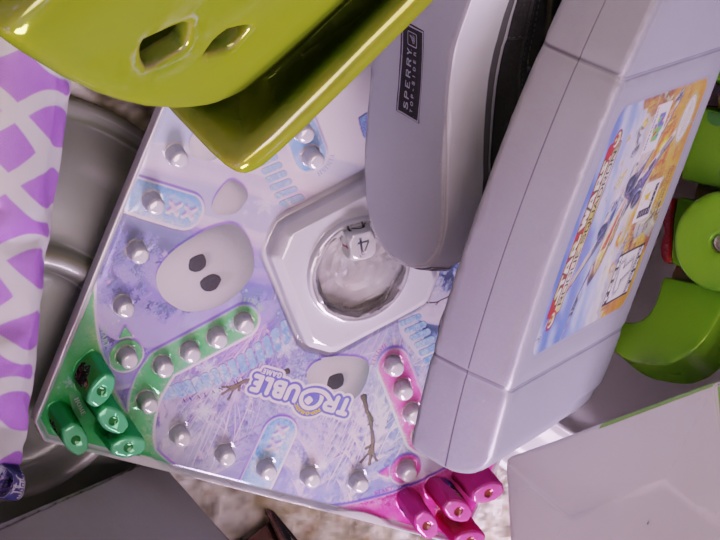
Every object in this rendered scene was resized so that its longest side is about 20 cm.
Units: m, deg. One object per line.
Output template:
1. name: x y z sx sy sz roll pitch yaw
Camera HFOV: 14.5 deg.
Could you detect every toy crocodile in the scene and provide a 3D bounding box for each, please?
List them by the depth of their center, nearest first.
1. toy crocodile: 0.150 -0.052 1.095 0.067 0.061 0.201 6 100 -64

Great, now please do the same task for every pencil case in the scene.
1. pencil case: -0.149 -0.024 0.985 0.083 0.085 0.202 4 85 20

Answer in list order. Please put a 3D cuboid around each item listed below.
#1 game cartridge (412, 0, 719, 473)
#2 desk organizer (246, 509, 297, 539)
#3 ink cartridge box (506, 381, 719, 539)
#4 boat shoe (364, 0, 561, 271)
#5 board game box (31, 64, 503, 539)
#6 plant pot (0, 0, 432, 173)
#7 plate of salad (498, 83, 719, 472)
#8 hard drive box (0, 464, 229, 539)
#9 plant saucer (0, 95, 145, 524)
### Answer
1. game cartridge: 0.080 -0.027 1.016 0.041 0.133 0.201 24 109 14
2. desk organizer: -0.006 0.204 1.202 0.077 0.072 0.200 -36 122 2
3. ink cartridge box: 0.167 0.108 1.133 0.199 0.068 0.117 16 151 -41
4. boat shoe: 0.042 -0.094 0.998 0.056 0.069 0.201 -16 129 -33
5. board game box: 0.000 0.000 1.075 0.199 0.026 0.201 17 104 -29
6. plant pot: -0.050 -0.163 0.864 0.200 0.199 0.181 -45 150 4
7. plate of salad: 0.119 0.002 1.163 0.198 0.048 0.202 -4 109 -12
8. hard drive box: -0.140 0.164 1.041 0.077 0.200 0.156 46 111 9
9. plant saucer: -0.140 0.031 1.075 0.199 0.050 0.201 -9 118 -16
